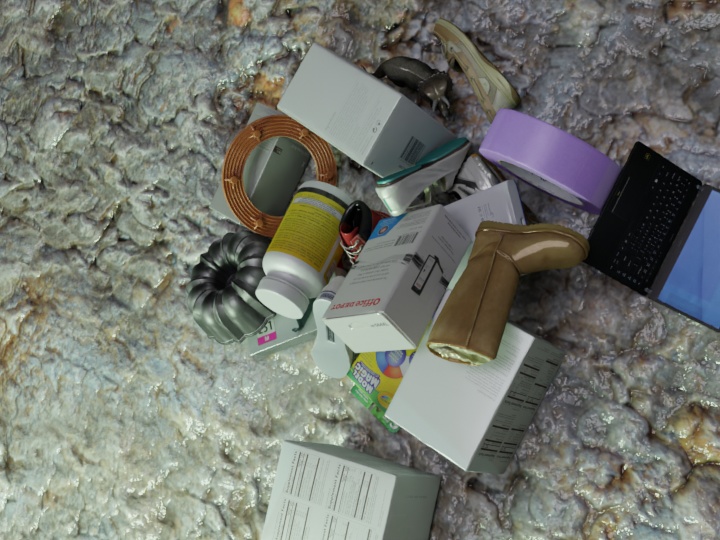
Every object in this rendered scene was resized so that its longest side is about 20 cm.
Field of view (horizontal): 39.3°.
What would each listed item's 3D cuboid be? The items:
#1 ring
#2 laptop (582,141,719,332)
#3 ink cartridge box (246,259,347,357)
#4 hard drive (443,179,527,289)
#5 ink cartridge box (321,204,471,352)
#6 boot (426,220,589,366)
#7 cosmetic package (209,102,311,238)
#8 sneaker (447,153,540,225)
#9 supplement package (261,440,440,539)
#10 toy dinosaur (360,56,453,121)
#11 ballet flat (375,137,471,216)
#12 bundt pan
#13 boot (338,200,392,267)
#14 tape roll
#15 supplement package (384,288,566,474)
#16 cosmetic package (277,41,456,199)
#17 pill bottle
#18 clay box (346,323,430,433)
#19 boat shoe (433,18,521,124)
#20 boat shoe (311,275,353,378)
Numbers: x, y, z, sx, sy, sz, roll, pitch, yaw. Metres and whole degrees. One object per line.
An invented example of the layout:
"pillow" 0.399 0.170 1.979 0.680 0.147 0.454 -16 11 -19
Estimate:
"ring" -0.131 -0.154 1.666 0.204 0.198 0.019 -65 22 1
"laptop" 0.428 -0.045 1.351 0.180 0.198 0.103 -63 21 2
"ink cartridge box" -0.113 0.032 1.687 0.197 0.043 0.177 -22 70 25
"hard drive" 0.167 -0.040 1.493 0.198 0.025 0.135 -20 81 48
"ink cartridge box" 0.052 0.015 1.458 0.145 0.084 0.202 -10 42 51
"boot" 0.198 0.035 1.335 0.172 0.066 0.202 5 56 34
"cosmetic package" -0.164 -0.169 1.726 0.089 0.106 0.203 24 93 33
"sneaker" 0.203 -0.081 1.517 0.088 0.075 0.202 -46 51 20
"supplement package" -0.013 0.351 1.481 0.197 0.151 0.154 10 84 31
"toy dinosaur" 0.084 -0.311 1.608 0.199 0.102 0.078 35 95 20
"ballet flat" 0.101 -0.138 1.522 0.069 0.199 0.071 28 134 34
"bundt pan" -0.215 0.017 1.695 0.199 0.076 0.205 -21 49 26
"boot" 0.000 0.000 1.569 0.071 0.144 0.205 4 82 28
"tape roll" 0.267 -0.152 1.414 0.198 0.199 0.067 30 93 31
"supplement package" 0.165 0.161 1.431 0.150 0.150 0.203 29 93 31
"cosmetic package" 0.012 -0.234 1.582 0.199 0.198 0.124 35 97 31
"pill bottle" -0.087 -0.032 1.602 0.111 0.113 0.203 12 64 31
"clay box" 0.061 0.139 1.551 0.115 0.047 0.202 40 103 31
"boat shoe" 0.170 -0.317 1.586 0.063 0.073 0.202 -42 69 10
"boat shoe" -0.036 0.087 1.570 0.070 0.202 0.070 18 50 18
